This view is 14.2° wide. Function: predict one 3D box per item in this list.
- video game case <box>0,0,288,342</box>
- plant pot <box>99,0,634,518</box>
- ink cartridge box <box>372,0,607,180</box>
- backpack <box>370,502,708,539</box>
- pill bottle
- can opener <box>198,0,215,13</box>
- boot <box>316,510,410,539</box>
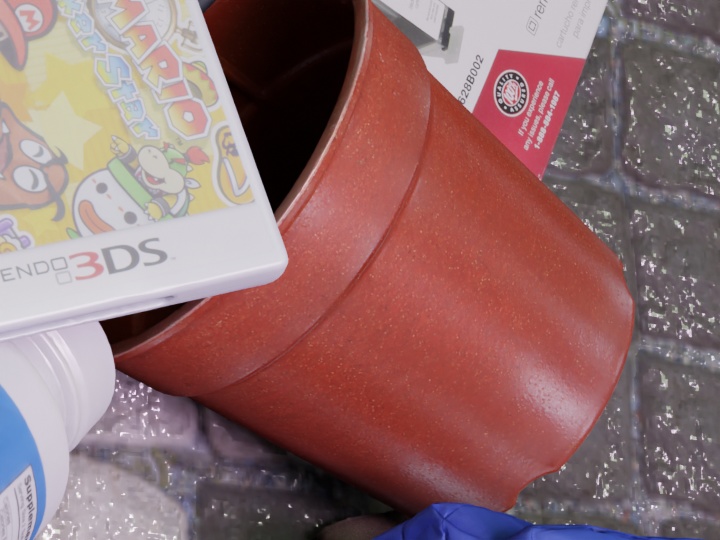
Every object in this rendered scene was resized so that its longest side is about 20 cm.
[{"bbox_3d":[-0.139,-0.072,1.063,0.182,0.023,0.200,-13,74,-27],"label":"video game case"},{"bbox_3d":[0.000,0.000,1.226,0.195,0.201,0.201,36,57,-29],"label":"plant pot"},{"bbox_3d":[0.007,-0.137,1.333,0.200,0.083,0.147,34,59,-22],"label":"ink cartridge box"},{"bbox_3d":[0.105,0.184,1.165,0.200,0.168,0.163,14,63,-34],"label":"backpack"},{"bbox_3d":[-0.176,0.078,1.052,0.112,0.112,0.200,52,42,-9],"label":"pill bottle"},{"bbox_3d":[-0.113,-0.091,1.206,0.063,0.079,0.200,36,82,-8],"label":"can opener"},{"bbox_3d":[0.007,0.191,1.250,0.200,0.072,0.166,-9,68,-35],"label":"boot"}]
